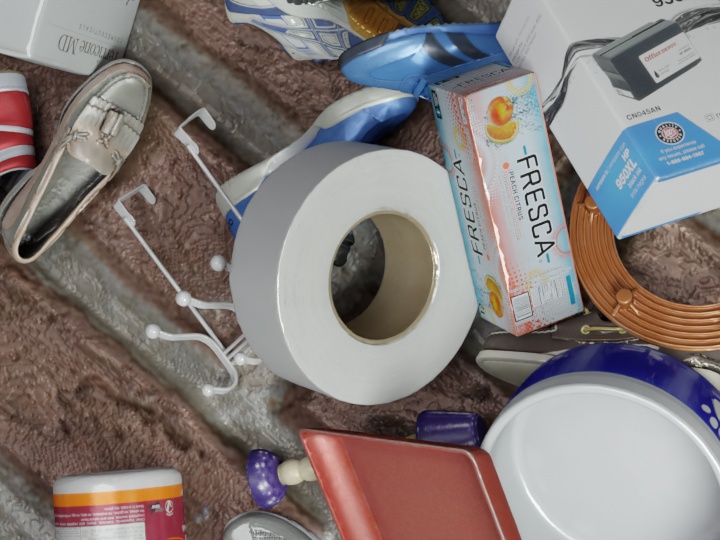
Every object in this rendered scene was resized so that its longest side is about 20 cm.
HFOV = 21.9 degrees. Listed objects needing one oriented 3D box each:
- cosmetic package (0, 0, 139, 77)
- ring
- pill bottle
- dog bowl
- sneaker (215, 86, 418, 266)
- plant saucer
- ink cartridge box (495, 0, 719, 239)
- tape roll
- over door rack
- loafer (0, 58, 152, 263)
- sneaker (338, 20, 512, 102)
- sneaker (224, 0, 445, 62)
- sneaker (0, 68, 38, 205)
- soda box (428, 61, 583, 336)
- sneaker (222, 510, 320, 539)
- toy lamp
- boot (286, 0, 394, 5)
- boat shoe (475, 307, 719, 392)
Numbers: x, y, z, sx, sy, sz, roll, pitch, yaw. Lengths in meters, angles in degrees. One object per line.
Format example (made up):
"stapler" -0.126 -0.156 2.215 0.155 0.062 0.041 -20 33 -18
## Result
"cosmetic package" -0.284 -0.283 1.584 0.165 0.165 0.201 18 94 19
"ring" 0.259 -0.036 1.427 0.200 0.019 0.201 -5 67 12
"pill bottle" -0.197 0.268 1.557 0.109 0.110 0.201 -6 86 19
"dog bowl" 0.191 0.158 1.404 0.199 0.079 0.201 10 117 20
"sneaker" -0.018 -0.064 1.526 0.200 0.077 0.111 -32 74 18
"plant saucer" 0.058 0.207 1.438 0.199 0.037 0.200 1 120 49
"ink cartridge box" 0.214 -0.141 1.393 0.144 0.084 0.200 -17 64 -24
"tape roll" 0.000 0.000 1.453 0.071 0.202 0.203 14 92 54
"over door rack" -0.137 -0.008 1.537 0.148 0.066 0.200 -41 73 50
"loafer" -0.241 -0.089 1.602 0.200 0.072 0.063 -51 30 16
"sneaker" 0.084 -0.152 1.467 0.199 0.066 0.079 -5 83 -11
"sneaker" -0.019 -0.208 1.547 0.200 0.075 0.088 28 141 3
"sneaker" -0.379 -0.096 1.657 0.199 0.071 0.113 -19 78 15
"soda box" 0.113 -0.055 1.434 0.063 0.068 0.201 -20 111 -18
"sneaker" -0.045 0.277 1.518 0.075 0.082 0.200 -46 75 12
"toy lamp" 0.007 0.153 1.520 0.199 0.058 0.058 -15 83 19
"boot" -0.007 -0.320 1.504 0.164 0.066 0.201 -6 72 -25
"boat shoe" 0.190 0.063 1.456 0.199 0.072 0.060 3 68 25
